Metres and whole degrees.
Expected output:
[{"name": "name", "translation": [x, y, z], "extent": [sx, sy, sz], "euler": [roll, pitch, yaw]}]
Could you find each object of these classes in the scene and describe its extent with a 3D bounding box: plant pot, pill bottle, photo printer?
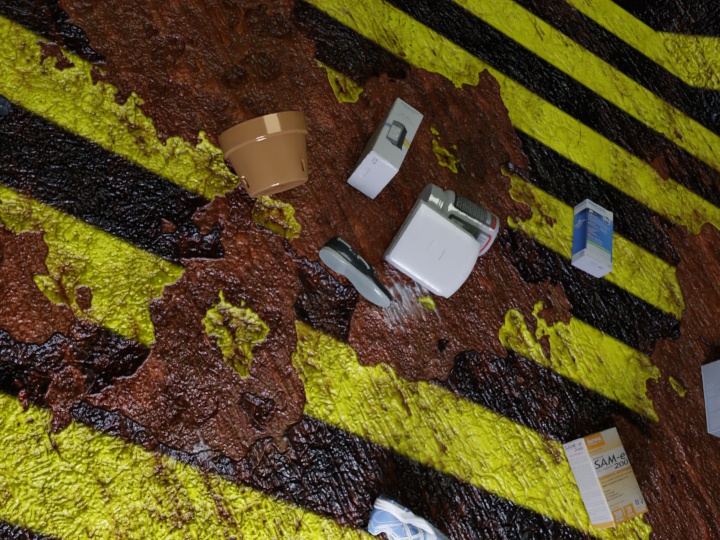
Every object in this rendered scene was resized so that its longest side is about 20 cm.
[{"name": "plant pot", "translation": [-0.196, -0.246, 1.496], "extent": [0.198, 0.199, 0.142], "euler": [-19, 92, -33]}, {"name": "pill bottle", "translation": [0.236, -0.129, 1.706], "extent": [0.198, 0.114, 0.115], "euler": [27, 57, -14]}, {"name": "photo printer", "translation": [0.176, -0.044, 1.621], "extent": [0.199, 0.069, 0.168], "euler": [34, 91, -10]}]

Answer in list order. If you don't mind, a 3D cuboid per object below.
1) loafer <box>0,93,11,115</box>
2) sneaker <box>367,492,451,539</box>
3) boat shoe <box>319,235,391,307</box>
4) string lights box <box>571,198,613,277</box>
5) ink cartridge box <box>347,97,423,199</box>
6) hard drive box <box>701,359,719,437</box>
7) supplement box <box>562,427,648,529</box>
[{"name": "loafer", "translation": [-0.758, -0.372, 1.313], "extent": [0.199, 0.068, 0.071], "euler": [31, 65, -8]}, {"name": "sneaker", "translation": [0.099, 0.518, 1.356], "extent": [0.198, 0.076, 0.078], "euler": [33, 77, -10]}, {"name": "boat shoe", "translation": [0.000, 0.000, 1.540], "extent": [0.200, 0.076, 0.061], "euler": [42, 60, -5]}, {"name": "string lights box", "translation": [0.663, -0.093, 1.954], "extent": [0.102, 0.059, 0.203], "euler": [24, 57, -17]}, {"name": "ink cartridge box", "translation": [0.061, -0.297, 1.673], "extent": [0.085, 0.148, 0.202], "euler": [30, 57, -11]}, {"name": "hard drive box", "translation": [1.053, 0.374, 1.927], "extent": [0.154, 0.077, 0.203], "euler": [22, 59, -18]}, {"name": "supplement box", "translation": [0.577, 0.488, 1.617], "extent": [0.124, 0.073, 0.203], "euler": [-7, 70, -31]}]
